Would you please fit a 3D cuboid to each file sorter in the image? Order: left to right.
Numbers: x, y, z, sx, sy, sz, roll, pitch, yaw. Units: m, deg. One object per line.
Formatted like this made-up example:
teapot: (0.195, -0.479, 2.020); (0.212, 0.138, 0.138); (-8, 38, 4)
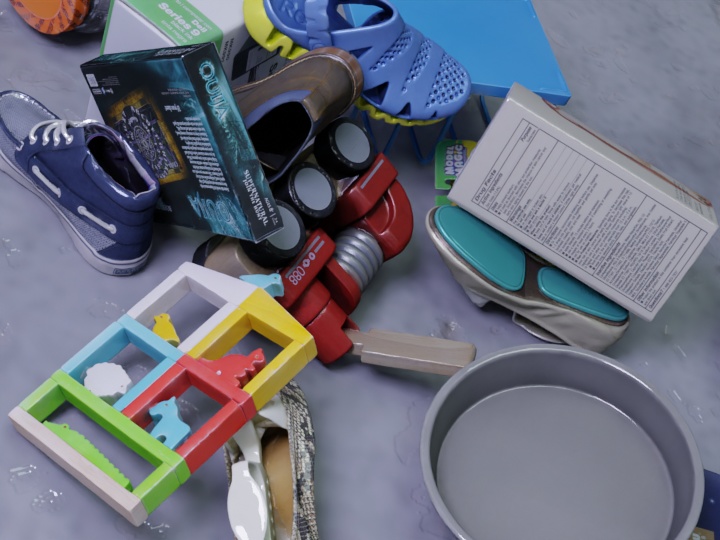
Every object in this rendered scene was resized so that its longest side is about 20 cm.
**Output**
file sorter: (0.066, -0.178, 1.106); (0.199, 0.123, 0.139); (4, 49, -22)

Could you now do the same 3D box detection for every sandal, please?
sandal: (0.008, -0.181, 0.941); (0.199, 0.087, 0.080); (22, 63, -22)

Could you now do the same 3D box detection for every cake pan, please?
cake pan: (0.140, 0.141, 0.839); (0.199, 0.037, 0.201); (2, 49, -2)

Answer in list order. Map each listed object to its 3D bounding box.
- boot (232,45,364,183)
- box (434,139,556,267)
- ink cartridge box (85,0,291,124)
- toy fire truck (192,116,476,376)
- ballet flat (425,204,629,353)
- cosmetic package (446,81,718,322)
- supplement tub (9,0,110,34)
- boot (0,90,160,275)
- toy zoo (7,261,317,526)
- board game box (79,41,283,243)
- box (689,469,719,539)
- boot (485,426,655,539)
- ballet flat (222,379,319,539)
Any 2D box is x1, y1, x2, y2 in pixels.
boot: (-0.092, -0.099, 0.909); (0.075, 0.199, 0.097); (51, 27, -12)
box: (0.156, -0.046, 1.076); (0.199, 0.048, 0.118); (14, 53, -15)
ink cartridge box: (-0.127, -0.188, 1.010); (0.084, 0.146, 0.200); (38, 46, 12)
toy fire truck: (0.000, 0.000, 0.936); (0.200, 0.128, 0.176); (48, 48, -13)
ballet flat: (0.131, 0.016, 0.998); (0.199, 0.070, 0.070); (28, 44, -8)
cosmetic package: (0.185, -0.059, 0.990); (0.199, 0.104, 0.087); (33, 21, -1)
supplement tub: (-0.222, -0.294, 1.080); (0.122, 0.123, 0.200); (38, 45, 12)
boot: (-0.224, -0.094, 0.921); (0.200, 0.091, 0.073); (44, 47, 17)
toy zoo: (-0.122, 0.066, 0.803); (0.131, 0.021, 0.200); (28, 57, 33)
board game box: (-0.134, -0.094, 0.862); (0.028, 0.136, 0.200); (-30, 22, -25)
box: (0.301, 0.222, 0.917); (0.199, 0.032, 0.122); (18, 45, -7)
boot: (0.145, 0.188, 0.856); (0.131, 0.070, 0.201); (1, 42, -12)
ballet flat: (-0.064, 0.137, 0.791); (0.068, 0.075, 0.201); (-23, 51, 15)
